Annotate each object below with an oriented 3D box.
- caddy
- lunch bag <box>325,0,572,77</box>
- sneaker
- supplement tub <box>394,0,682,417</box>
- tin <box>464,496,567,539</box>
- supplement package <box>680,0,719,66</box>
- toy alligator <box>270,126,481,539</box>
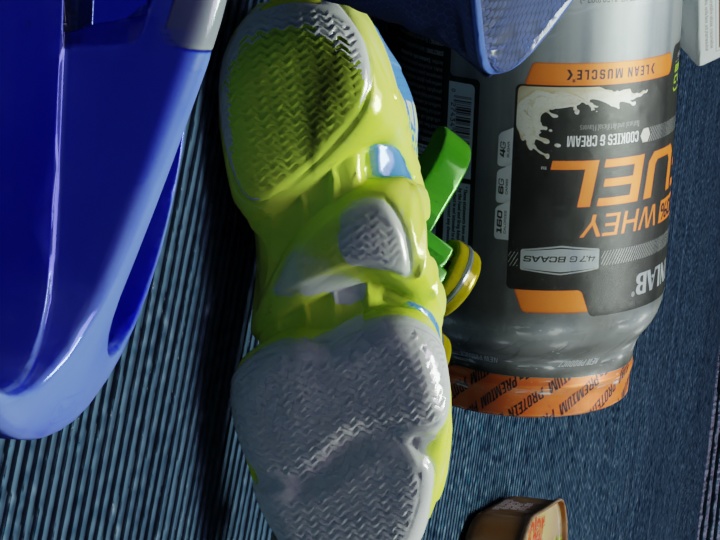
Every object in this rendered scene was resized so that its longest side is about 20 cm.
[{"bbox_3d":[-0.072,-0.071,0.458,0.141,0.104,0.201,-28,123,-76],"label":"caddy"},{"bbox_3d":[0.033,-0.178,0.755,0.200,0.132,0.136,-52,158,-22],"label":"lunch bag"},{"bbox_3d":[0.000,0.000,0.857,0.105,0.075,0.201,-50,139,-71],"label":"sneaker"},{"bbox_3d":[0.073,-0.047,1.065,0.123,0.122,0.201,-47,141,-69],"label":"supplement tub"},{"bbox_3d":[0.085,0.185,1.399,0.200,0.042,0.113,3,97,-77],"label":"tin"},{"bbox_3d":[0.144,-0.224,1.107,0.200,0.110,0.156,55,-17,39],"label":"supplement package"},{"bbox_3d":[-0.006,0.032,0.925,0.054,0.059,0.201,-27,-145,52],"label":"toy alligator"}]
